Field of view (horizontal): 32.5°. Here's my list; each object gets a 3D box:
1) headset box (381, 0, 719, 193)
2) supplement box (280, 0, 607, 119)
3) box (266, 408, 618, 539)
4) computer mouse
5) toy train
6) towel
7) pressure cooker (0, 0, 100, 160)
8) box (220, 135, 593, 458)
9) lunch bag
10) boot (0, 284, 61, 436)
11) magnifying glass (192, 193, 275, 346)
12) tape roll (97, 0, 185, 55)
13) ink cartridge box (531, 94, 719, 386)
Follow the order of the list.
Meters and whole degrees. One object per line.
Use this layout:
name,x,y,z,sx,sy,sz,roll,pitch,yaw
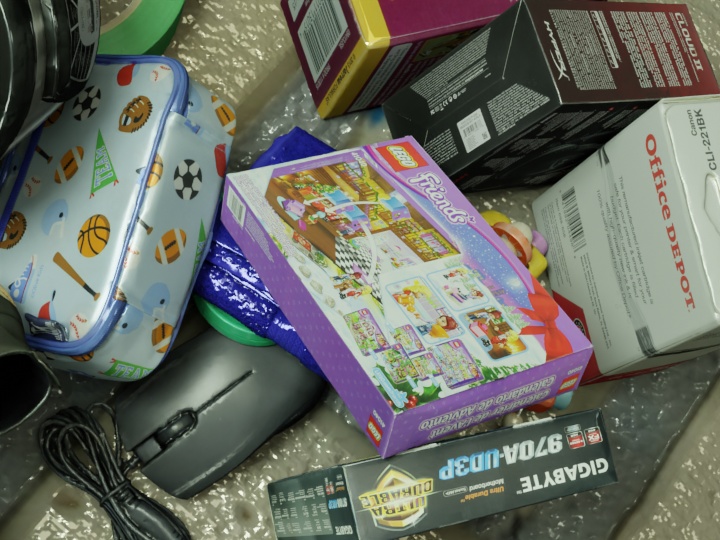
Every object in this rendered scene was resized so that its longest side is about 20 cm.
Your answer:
headset box,0.139,-0.118,0.854,0.198,0.148,0.078,-11,77,-41
supplement box,0.059,-0.197,0.887,0.197,0.131,0.105,-16,79,-21
box,0.040,0.130,0.750,0.157,0.200,0.047,-9,80,-19
computer mouse,-0.094,0.093,0.800,0.200,0.053,0.139,-41,88,-22
toy train,0.073,0.016,0.865,0.198,0.056,0.152,23,64,-9
towel,0.000,0.000,0.789,0.199,0.050,0.148,33,58,5
pressure cooker,-0.238,-0.147,0.684,0.175,0.200,0.179,-39,104,16
box,0.022,0.006,0.716,0.135,0.039,0.201,-14,49,-28
lunch bag,-0.169,-0.033,0.759,0.075,0.159,0.203,35,70,-52
boot,-0.252,0.077,0.615,0.199,0.138,0.078,-39,119,-16
magnifying glass,-0.101,-0.036,0.826,0.079,0.022,0.201,-24,69,-27
tape roll,-0.217,-0.215,0.853,0.197,0.048,0.204,5,73,-16
ink cartridge box,0.206,-0.015,0.842,0.083,0.200,0.146,-8,77,-18
